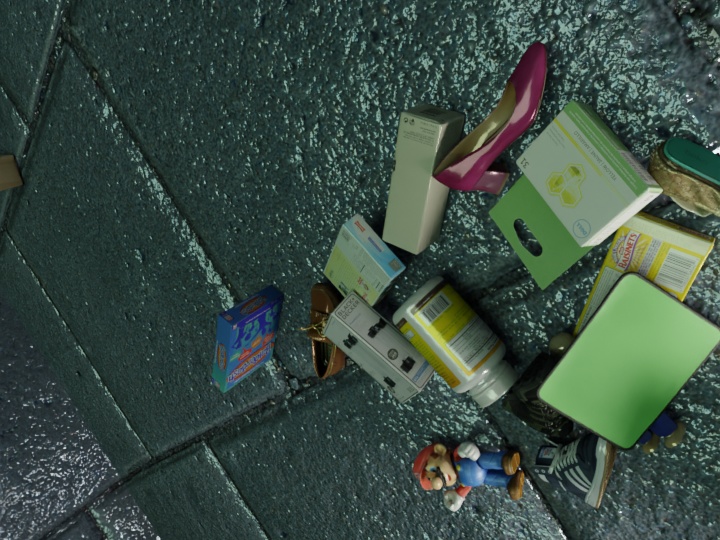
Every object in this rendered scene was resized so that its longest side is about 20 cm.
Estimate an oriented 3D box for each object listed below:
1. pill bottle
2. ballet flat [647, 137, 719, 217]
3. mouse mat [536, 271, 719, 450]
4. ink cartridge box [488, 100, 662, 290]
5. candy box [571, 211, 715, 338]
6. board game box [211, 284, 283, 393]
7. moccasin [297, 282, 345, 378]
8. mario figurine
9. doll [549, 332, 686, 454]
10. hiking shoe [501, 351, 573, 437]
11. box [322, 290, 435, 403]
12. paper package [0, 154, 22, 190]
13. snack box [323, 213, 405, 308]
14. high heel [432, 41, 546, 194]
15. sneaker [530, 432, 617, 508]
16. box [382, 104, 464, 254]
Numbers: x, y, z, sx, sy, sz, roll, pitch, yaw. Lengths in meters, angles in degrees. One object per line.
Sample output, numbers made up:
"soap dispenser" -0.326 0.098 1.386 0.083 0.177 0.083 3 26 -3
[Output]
"pill bottle" 0.151 0.114 0.835 0.200 0.109 0.109 48 132 9
"ballet flat" 0.410 -0.076 0.579 0.200 0.070 0.065 39 158 20
"mouse mat" 0.337 0.119 0.664 0.160 0.008 0.201 31 103 -7
"ink cartridge box" 0.249 -0.087 0.670 0.200 0.048 0.146 -51 57 40
"candy box" 0.358 0.029 0.684 0.102 0.026 0.202 29 128 29
"board game box" -0.244 0.147 1.136 0.045 0.152 0.201 32 129 21
"moccasin" -0.075 0.120 1.038 0.073 0.078 0.203 20 123 29
"mario figurine" 0.181 0.368 0.937 0.198 0.106 0.125 -10 71 33
"doll" 0.341 0.167 0.736 0.200 0.048 0.137 44 144 5
"hiking shoe" 0.272 0.186 0.761 0.100 0.076 0.200 38 164 20
"box" 0.030 0.138 0.935 0.200 0.060 0.117 39 154 8
"paper package" -1.200 -0.289 1.643 0.189 0.200 0.104 5 115 35
"snack box" 0.000 0.000 0.898 0.116 0.037 0.200 49 155 9
"high heel" 0.164 -0.191 0.672 0.095 0.068 0.202 9 118 -8
"sneaker" 0.316 0.277 0.786 0.108 0.070 0.201 20 144 32
"box" 0.090 -0.133 0.780 0.068 0.082 0.202 25 124 26
